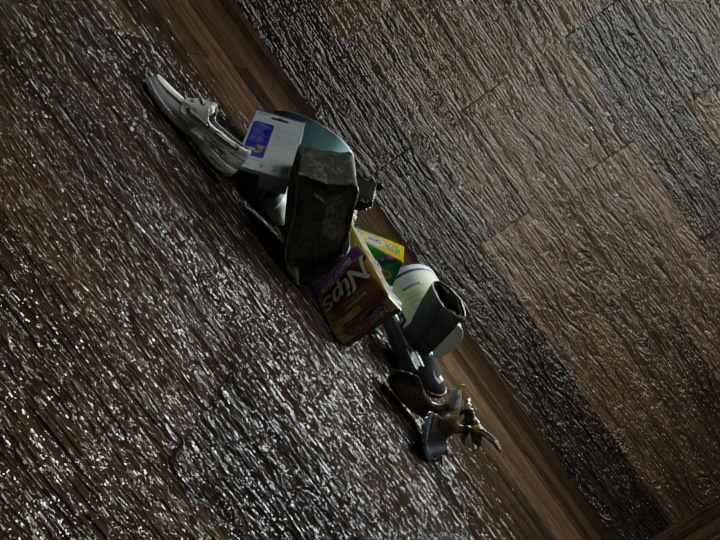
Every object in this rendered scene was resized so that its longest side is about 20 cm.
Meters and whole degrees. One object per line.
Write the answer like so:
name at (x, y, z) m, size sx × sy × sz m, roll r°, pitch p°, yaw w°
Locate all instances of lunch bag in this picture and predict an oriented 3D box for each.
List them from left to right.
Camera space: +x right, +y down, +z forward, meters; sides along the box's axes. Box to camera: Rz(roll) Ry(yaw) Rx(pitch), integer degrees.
lunch bag at (-0.072, -0.088, 1.472) m, size 0.117 × 0.200 × 0.164 m, roll 10°, pitch 25°, yaw -8°

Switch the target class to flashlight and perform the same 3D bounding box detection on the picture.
flashlight at (0.066, 0.118, 1.795) m, size 0.068 × 0.068 × 0.200 m, roll -16°, pitch 77°, yaw -46°

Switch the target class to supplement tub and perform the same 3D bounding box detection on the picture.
supplement tub at (0.148, 0.098, 2.087) m, size 0.145 × 0.145 × 0.200 m, roll 46°, pitch 12°, yaw -48°

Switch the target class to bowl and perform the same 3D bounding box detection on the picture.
bowl at (-0.124, -0.228, 1.812) m, size 0.201 × 0.105 × 0.201 m, roll 25°, pitch -15°, yaw 7°

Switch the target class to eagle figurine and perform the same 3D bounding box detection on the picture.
eagle figurine at (0.137, 0.261, 1.570) m, size 0.200 × 0.151 × 0.152 m, roll 10°, pitch -8°, yaw -36°

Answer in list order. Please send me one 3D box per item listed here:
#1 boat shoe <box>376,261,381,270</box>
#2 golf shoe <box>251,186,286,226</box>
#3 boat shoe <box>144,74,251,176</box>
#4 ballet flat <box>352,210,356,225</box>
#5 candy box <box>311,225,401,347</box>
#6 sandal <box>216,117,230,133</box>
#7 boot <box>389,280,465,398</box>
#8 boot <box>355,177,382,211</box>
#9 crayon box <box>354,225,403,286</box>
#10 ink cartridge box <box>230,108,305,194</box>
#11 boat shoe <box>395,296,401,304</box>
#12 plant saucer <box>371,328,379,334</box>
boat shoe at (0.000, -0.001, 1.695) m, size 0.201 × 0.071 × 0.070 m, roll 62°, pitch 23°, yaw -17°
golf shoe at (-0.153, -0.161, 1.622) m, size 0.200 × 0.078 × 0.097 m, roll -79°, pitch 156°, yaw -49°
boat shoe at (-0.253, -0.242, 1.386) m, size 0.200 × 0.069 × 0.071 m, roll 46°, pitch 12°, yaw -10°
ballet flat at (-0.039, -0.137, 1.806) m, size 0.076 × 0.064 × 0.200 m, roll 26°, pitch 17°, yaw -23°
candy box at (-0.021, 0.022, 1.531) m, size 0.056 × 0.117 × 0.200 m, roll 46°, pitch 12°, yaw -49°
sandal at (-0.240, -0.231, 1.511) m, size 0.075 × 0.048 × 0.200 m, roll 49°, pitch 12°, yaw -27°
boot at (0.158, 0.144, 1.793) m, size 0.182 × 0.200 × 0.073 m, roll 50°, pitch 37°, yaw 12°
boot at (-0.045, -0.122, 1.663) m, size 0.078 × 0.138 × 0.200 m, roll 99°, pitch 9°, yaw -52°
crayon box at (0.026, -0.033, 1.829) m, size 0.119 × 0.058 × 0.200 m, roll 24°, pitch 11°, yaw -2°
ink cartridge box at (-0.161, -0.214, 1.561) m, size 0.099 × 0.039 × 0.200 m, roll 15°, pitch 39°, yaw -4°
boat shoe at (0.018, 0.012, 1.954) m, size 0.200 × 0.068 × 0.072 m, roll 56°, pitch 8°, yaw 3°
plant saucer at (-0.023, 0.064, 1.699) m, size 0.200 × 0.019 × 0.070 m, roll 44°, pitch 14°, yaw -51°
